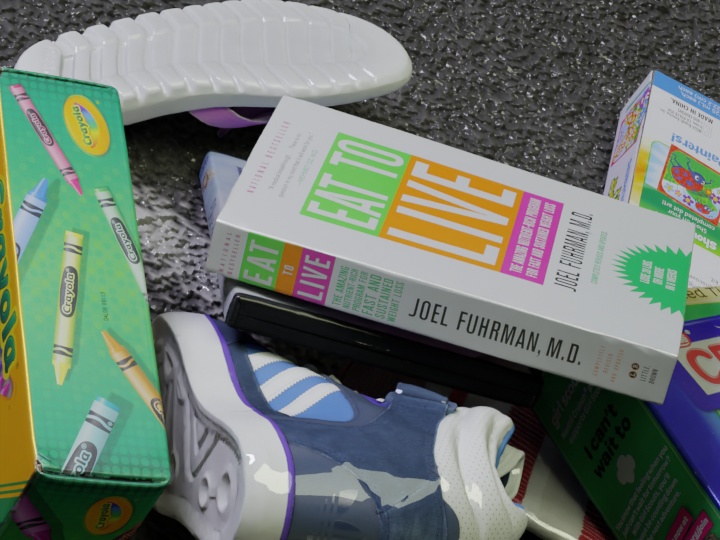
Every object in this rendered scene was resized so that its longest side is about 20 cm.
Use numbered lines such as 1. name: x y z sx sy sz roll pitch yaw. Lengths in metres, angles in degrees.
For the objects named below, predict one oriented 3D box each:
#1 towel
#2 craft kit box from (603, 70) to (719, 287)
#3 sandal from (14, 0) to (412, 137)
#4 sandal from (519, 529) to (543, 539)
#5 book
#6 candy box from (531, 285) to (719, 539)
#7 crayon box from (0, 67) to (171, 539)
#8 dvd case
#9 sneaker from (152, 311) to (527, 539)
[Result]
1. towel: 0.087 0.079 1.145 0.199 0.023 0.144 33 28 0
2. craft kit box: 0.218 0.012 1.300 0.199 0.049 0.198 27 43 -10
3. sandal: -0.075 -0.093 1.208 0.202 0.050 0.083 -5 42 -18
4. sandal: 0.047 0.135 1.096 0.082 0.055 0.200 42 30 16
5. book: 0.043 -0.006 1.065 0.199 0.048 0.134 16 25 3
6. candy box: 0.196 0.098 1.111 0.168 0.077 0.200 -5 45 -35
7. crayon box: -0.136 0.032 1.018 0.058 0.119 0.201 8 52 -25
8. dvd case: 0.000 0.000 1.120 0.142 0.018 0.200 15 18 -13
9. sneaker: -0.008 0.078 1.035 0.146 0.081 0.200 7 13 -20
